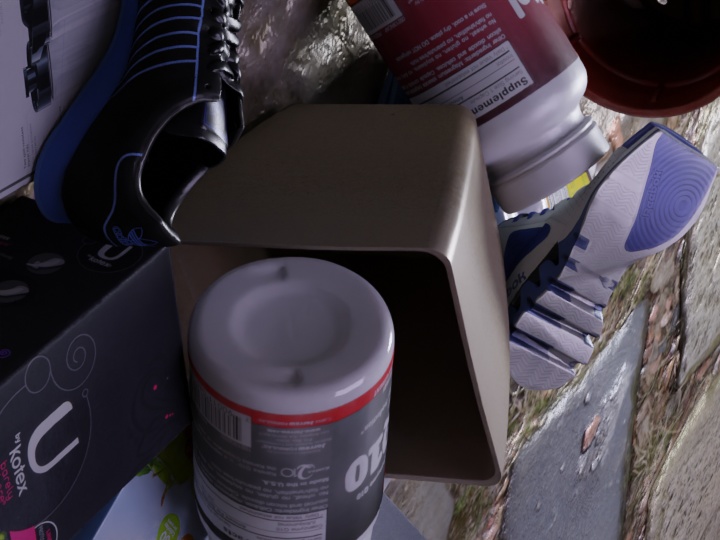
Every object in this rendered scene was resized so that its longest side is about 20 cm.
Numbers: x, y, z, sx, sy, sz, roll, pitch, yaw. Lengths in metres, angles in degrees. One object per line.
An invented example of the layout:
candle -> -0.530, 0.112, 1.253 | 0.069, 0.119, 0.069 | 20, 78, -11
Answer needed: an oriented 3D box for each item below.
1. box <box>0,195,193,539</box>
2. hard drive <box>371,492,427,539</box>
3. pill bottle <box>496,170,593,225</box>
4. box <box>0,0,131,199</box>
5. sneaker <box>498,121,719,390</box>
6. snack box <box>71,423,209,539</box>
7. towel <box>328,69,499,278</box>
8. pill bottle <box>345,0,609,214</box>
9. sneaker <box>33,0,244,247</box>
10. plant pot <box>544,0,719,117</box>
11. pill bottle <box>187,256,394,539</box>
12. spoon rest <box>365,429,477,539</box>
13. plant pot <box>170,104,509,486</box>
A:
box -> -0.186, 0.070, 0.822 | 0.200, 0.106, 0.123 | -46, 143, -44
hard drive -> -0.040, 0.243, 1.147 | 0.200, 0.033, 0.140 | -46, 132, -8
pill bottle -> 0.112, -0.048, 1.303 | 0.200, 0.109, 0.110 | -20, 122, -64
box -> -0.154, -0.123, 0.824 | 0.200, 0.060, 0.117 | -41, 139, -48
sneaker -> 0.145, -0.025, 1.135 | 0.080, 0.115, 0.200 | 32, 99, -28
snack box -> -0.142, 0.182, 1.011 | 0.169, 0.067, 0.200 | -61, 150, -25
towel -> 0.047, -0.058, 1.185 | 0.049, 0.111, 0.201 | 35, 75, -73
pill bottle -> 0.080, -0.145, 1.101 | 0.200, 0.113, 0.113 | 57, 43, -8
sneaker -> -0.085, -0.103, 0.814 | 0.201, 0.078, 0.070 | -67, 153, -11
plant pot -> 0.273, -0.261, 1.441 | 0.195, 0.200, 0.202 | -46, 143, -56
pill bottle -> -0.041, 0.100, 0.949 | 0.114, 0.114, 0.201 | -49, 153, -39
spoon rest -> -0.005, 0.175, 1.085 | 0.200, 0.061, 0.099 | -40, 136, 4
plant pot -> 0.000, 0.000, 1.049 | 0.177, 0.199, 0.201 | -67, 151, -43
